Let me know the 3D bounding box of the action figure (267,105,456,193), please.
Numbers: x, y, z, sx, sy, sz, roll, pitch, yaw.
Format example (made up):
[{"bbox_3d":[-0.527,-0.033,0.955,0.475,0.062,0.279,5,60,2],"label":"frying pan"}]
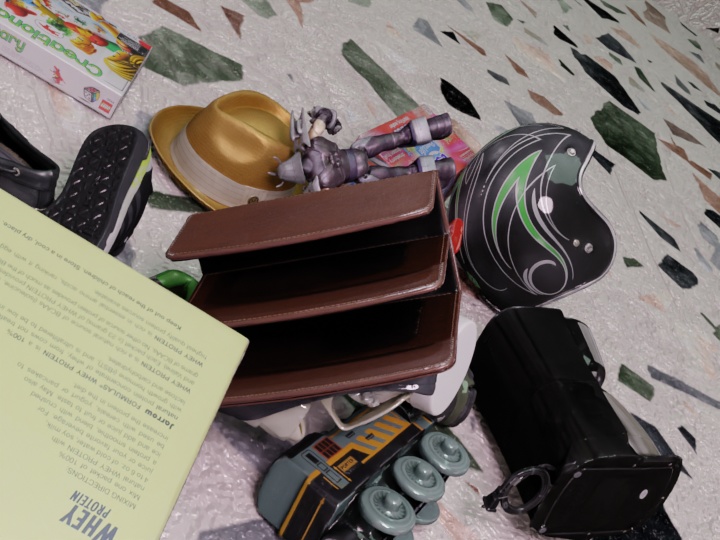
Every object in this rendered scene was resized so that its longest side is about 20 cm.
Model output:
[{"bbox_3d":[0.000,-0.106,1.058,0.197,0.069,0.133,-9,90,-24],"label":"action figure"}]

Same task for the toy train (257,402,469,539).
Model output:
[{"bbox_3d":[0.007,0.165,0.835,0.113,0.086,0.199,36,28,16],"label":"toy train"}]

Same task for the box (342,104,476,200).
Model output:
[{"bbox_3d":[0.049,-0.110,1.229,0.103,0.095,0.200,44,30,7],"label":"box"}]

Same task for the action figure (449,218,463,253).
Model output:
[{"bbox_3d":[0.000,0.000,0.979,0.065,0.199,0.100,36,63,-26],"label":"action figure"}]

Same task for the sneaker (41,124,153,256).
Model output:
[{"bbox_3d":[-0.212,-0.031,0.862,0.070,0.084,0.202,9,51,16],"label":"sneaker"}]

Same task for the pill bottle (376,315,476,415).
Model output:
[{"bbox_3d":[-0.007,0.043,0.887,0.198,0.110,0.108,24,25,22],"label":"pill bottle"}]

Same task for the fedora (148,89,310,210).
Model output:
[{"bbox_3d":[-0.116,-0.128,1.085,0.199,0.082,0.202,27,32,-18],"label":"fedora"}]

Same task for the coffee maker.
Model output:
[{"bbox_3d":[0.177,0.133,0.990,0.191,0.135,0.201,28,24,-38],"label":"coffee maker"}]

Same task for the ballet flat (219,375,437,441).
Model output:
[{"bbox_3d":[-0.034,0.091,0.792,0.196,0.074,0.074,-13,41,2],"label":"ballet flat"}]

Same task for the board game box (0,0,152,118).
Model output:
[{"bbox_3d":[-0.318,-0.243,1.068,0.198,0.035,0.127,30,32,-15],"label":"board game box"}]

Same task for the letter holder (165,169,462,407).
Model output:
[{"bbox_3d":[-0.035,0.015,0.748,0.143,0.196,0.102,-73,152,-65],"label":"letter holder"}]

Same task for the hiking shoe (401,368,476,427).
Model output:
[{"bbox_3d":[0.035,0.056,1.011,0.100,0.076,0.201,9,42,-45],"label":"hiking shoe"}]

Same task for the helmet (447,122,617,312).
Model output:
[{"bbox_3d":[0.196,-0.066,1.214,0.199,0.198,0.193,-30,95,-58],"label":"helmet"}]

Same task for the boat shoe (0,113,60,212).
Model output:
[{"bbox_3d":[-0.322,-0.121,0.867,0.199,0.066,0.074,45,31,11],"label":"boat shoe"}]

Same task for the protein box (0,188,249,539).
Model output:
[{"bbox_3d":[-0.203,0.094,0.590,0.197,0.135,0.202,31,49,-12],"label":"protein box"}]

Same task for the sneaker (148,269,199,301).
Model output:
[{"bbox_3d":[-0.187,0.050,0.769,0.078,0.086,0.200,39,31,3],"label":"sneaker"}]
